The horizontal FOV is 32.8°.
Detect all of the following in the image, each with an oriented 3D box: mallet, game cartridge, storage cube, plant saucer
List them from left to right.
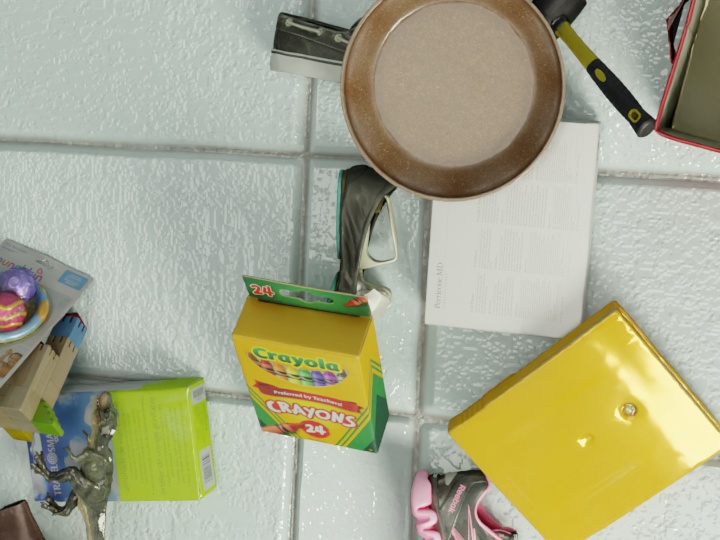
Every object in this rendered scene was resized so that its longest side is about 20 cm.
[{"bbox_3d":[0.082,-0.164,1.087,0.198,0.037,0.203,1,104,6],"label":"plant saucer"},{"bbox_3d":[0.193,-0.175,1.065,0.066,0.041,0.201,-41,47,25],"label":"mallet"},{"bbox_3d":[0.210,0.150,1.137,0.199,0.033,0.177,-38,104,20],"label":"game cartridge"},{"bbox_3d":[0.349,-0.175,0.997,0.198,0.180,0.173,17,102,15],"label":"storage cube"}]

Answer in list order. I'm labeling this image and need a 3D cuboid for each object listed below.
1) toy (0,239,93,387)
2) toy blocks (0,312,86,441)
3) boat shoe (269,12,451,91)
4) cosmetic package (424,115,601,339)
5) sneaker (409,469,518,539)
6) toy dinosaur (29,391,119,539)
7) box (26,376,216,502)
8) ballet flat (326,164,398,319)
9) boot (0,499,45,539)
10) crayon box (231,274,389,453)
[{"bbox_3d":[-0.374,0.040,1.239,0.114,0.201,0.047,23,142,11],"label":"toy"},{"bbox_3d":[-0.381,0.090,1.283,0.198,0.100,0.138,5,57,20],"label":"toy blocks"},{"bbox_3d":[0.007,-0.207,1.152,0.198,0.071,0.064,11,102,17],"label":"boat shoe"},{"bbox_3d":[0.142,-0.044,1.144,0.149,0.052,0.203,6,100,13],"label":"cosmetic package"},{"bbox_3d":[0.112,0.287,1.193,0.094,0.079,0.202,-13,95,6],"label":"sneaker"},{"bbox_3d":[-0.291,0.225,1.266,0.087,0.047,0.202,4,105,10],"label":"toy dinosaur"},{"bbox_3d":[-0.256,0.181,1.295,0.198,0.048,0.124,-4,96,18],"label":"box"},{"bbox_3d":[0.000,0.000,1.186,0.068,0.068,0.202,9,101,6],"label":"ballet flat"},{"bbox_3d":[-0.333,0.326,1.305,0.198,0.072,0.168,-18,95,23],"label":"boot"},{"bbox_3d":[-0.046,0.092,1.155,0.125,0.051,0.201,9,142,16],"label":"crayon box"}]
